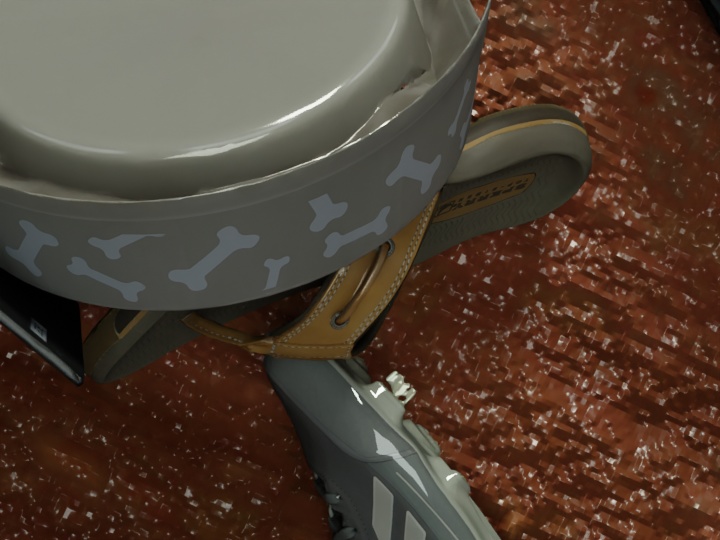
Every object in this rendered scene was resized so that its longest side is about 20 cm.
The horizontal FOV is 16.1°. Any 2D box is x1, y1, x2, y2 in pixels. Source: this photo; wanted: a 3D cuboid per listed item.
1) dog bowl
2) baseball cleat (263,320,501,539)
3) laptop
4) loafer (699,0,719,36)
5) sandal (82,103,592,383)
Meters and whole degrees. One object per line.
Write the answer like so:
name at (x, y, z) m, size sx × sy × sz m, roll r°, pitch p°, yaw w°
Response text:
dog bowl at (-0.053, -0.066, 0.822) m, size 0.199 × 0.200 × 0.059 m, roll -12°, pitch 131°, yaw -5°
baseball cleat at (0.011, 0.116, 0.905) m, size 0.106 × 0.070 × 0.200 m, roll -39°, pitch 99°, yaw -1°
laptop at (-0.198, -0.003, 0.813) m, size 0.199 × 0.177 × 0.104 m, roll -13°, pitch 98°, yaw -5°
loafer at (0.140, -0.129, 0.890) m, size 0.070 × 0.068 × 0.201 m, roll -29°, pitch 96°, yaw 7°
sandal at (0.000, 0.000, 0.864) m, size 0.200 × 0.082 × 0.055 m, roll -18°, pitch 70°, yaw -28°
